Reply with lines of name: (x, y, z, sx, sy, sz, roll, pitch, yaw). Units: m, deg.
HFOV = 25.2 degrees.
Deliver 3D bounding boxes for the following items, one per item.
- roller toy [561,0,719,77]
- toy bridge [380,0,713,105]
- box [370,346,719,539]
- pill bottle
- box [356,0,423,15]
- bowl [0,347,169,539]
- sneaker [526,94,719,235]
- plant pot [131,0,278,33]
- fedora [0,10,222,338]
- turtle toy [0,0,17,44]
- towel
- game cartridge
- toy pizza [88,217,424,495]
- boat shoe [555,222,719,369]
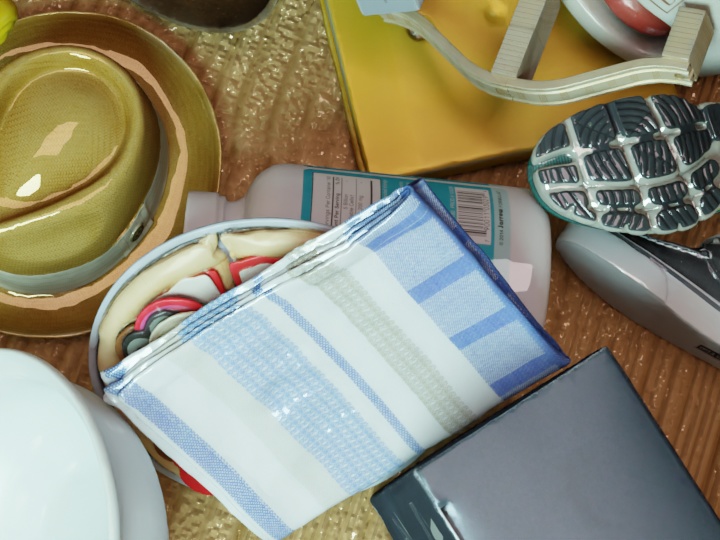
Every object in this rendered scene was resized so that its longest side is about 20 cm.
roller toy: (0.204, -0.214, 0.926, 0.181, 0.140, 0.202, -3, 76, -23)
toy bridge: (0.092, -0.130, 0.907, 0.199, 0.027, 0.068, 15, 75, 25)
box: (0.111, 0.164, 0.827, 0.117, 0.200, 0.197, -31, 83, -11)
pill bottle: (0.000, 0.000, 0.897, 0.198, 0.111, 0.112, 6, 78, -4)
box: (0.024, -0.267, 0.904, 0.041, 0.156, 0.201, 0, 45, 29)
bowl: (-0.164, 0.145, 0.840, 0.090, 0.200, 0.203, 12, 74, -49)
sneaker: (0.175, -0.054, 0.916, 0.199, 0.080, 0.078, -7, 79, -30)
plant pot: (-0.071, -0.274, 0.927, 0.186, 0.187, 0.200, 34, 63, 2)
fedora: (-0.173, -0.062, 0.906, 0.199, 0.082, 0.202, 1, 78, -5)
turtle toy: (-0.294, -0.134, 0.900, 0.146, 0.101, 0.200, 46, 79, -7)
towel: (-0.012, 0.053, 0.814, 0.199, 0.024, 0.147, -32, 121, 17)
game cartridge: (0.079, -0.151, 0.979, 0.198, 0.032, 0.178, -11, 79, -10)
toy pizza: (-0.045, 0.059, 0.851, 0.199, 0.201, 0.032, 6, 37, -4)
boat shoe: (0.209, 0.012, 0.934, 0.199, 0.072, 0.068, 29, 79, -1)
